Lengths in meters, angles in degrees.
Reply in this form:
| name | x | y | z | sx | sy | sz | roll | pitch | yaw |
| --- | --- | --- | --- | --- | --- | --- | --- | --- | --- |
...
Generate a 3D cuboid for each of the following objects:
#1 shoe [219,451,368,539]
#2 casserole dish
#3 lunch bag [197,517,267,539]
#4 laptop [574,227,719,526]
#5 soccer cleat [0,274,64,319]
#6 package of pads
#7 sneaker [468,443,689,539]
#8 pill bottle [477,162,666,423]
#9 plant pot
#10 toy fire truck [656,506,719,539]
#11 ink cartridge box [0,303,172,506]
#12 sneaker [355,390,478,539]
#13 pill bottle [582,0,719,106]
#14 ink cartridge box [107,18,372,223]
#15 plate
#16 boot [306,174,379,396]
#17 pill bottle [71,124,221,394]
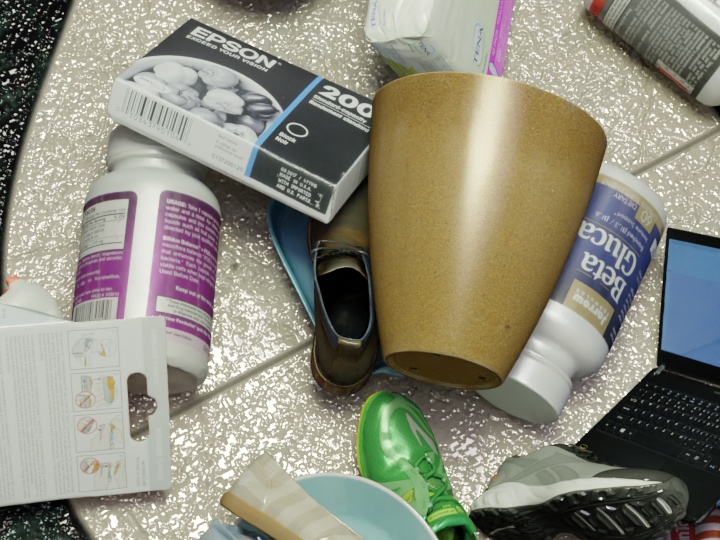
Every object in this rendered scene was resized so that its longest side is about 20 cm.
| name | x | y | z | sx | sy | sz | roll | pitch | yaw |
| --- | --- | --- | --- | --- | --- | --- | --- | --- | --- |
| shoe | -0.015 | 0.202 | 1.256 | 0.199 | 0.070 | 0.054 | 32 | 77 | 22 |
| casserole dish | 0.000 | 0.000 | 1.424 | 0.120 | 0.039 | 0.201 | -24 | 75 | -15 |
| lunch bag | -0.064 | 0.307 | 1.235 | 0.199 | 0.127 | 0.170 | 32 | 86 | 24 |
| laptop | 0.252 | 0.078 | 1.347 | 0.200 | 0.177 | 0.104 | -40 | 116 | -18 |
| soccer cleat | -0.315 | 0.084 | 1.338 | 0.199 | 0.069 | 0.078 | -37 | 83 | -21 |
| package of pads | 0.074 | -0.249 | 1.456 | 0.068 | 0.154 | 0.202 | -2 | 67 | 29 |
| sneaker | 0.168 | 0.165 | 1.319 | 0.074 | 0.199 | 0.080 | 45 | 57 | -27 |
| pill bottle | 0.165 | 0.018 | 1.402 | 0.110 | 0.111 | 0.201 | 27 | 70 | 2 |
| plant pot | 0.079 | -0.019 | 1.300 | 0.185 | 0.187 | 0.202 | 14 | 72 | -3 |
| toy fire truck | 0.277 | 0.187 | 1.346 | 0.166 | 0.113 | 0.201 | 1 | 35 | 8 |
| ink cartridge box | -0.247 | 0.100 | 1.298 | 0.198 | 0.164 | 0.057 | -7 | 31 | -14 |
| sneaker | 0.056 | 0.186 | 1.338 | 0.073 | 0.083 | 0.202 | -10 | 76 | -31 |
| pill bottle | 0.302 | -0.217 | 1.499 | 0.200 | 0.116 | 0.116 | 41 | 71 | 6 |
| ink cartridge box | -0.074 | -0.136 | 1.392 | 0.197 | 0.044 | 0.200 | 25 | 33 | 7 |
| plate | -0.019 | 0.254 | 1.307 | 0.198 | 0.026 | 0.202 | -1 | 88 | 19 |
| boot | -0.005 | -0.011 | 1.355 | 0.074 | 0.097 | 0.202 | 1 | 71 | -5 |
| pill bottle | -0.168 | -0.011 | 1.365 | 0.111 | 0.112 | 0.202 | 6 | 71 | -6 |
